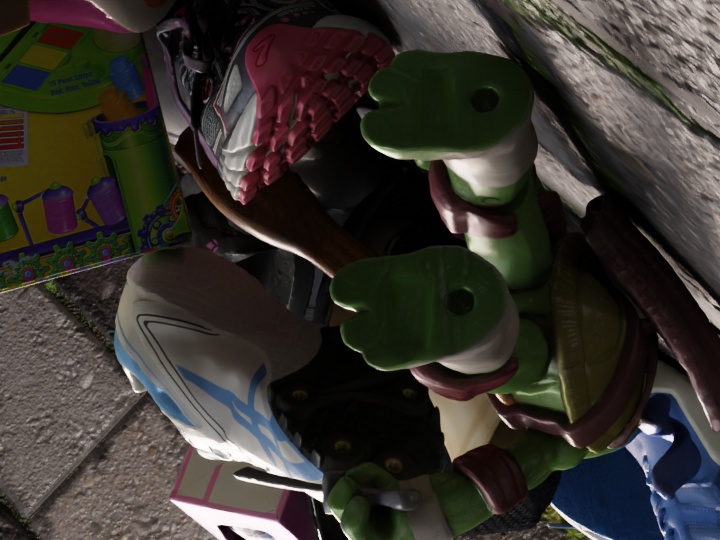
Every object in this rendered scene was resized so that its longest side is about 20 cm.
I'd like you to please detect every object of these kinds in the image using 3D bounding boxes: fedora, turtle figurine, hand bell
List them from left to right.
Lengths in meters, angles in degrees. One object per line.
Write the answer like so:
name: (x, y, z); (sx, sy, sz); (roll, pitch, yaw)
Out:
hand bell: (0.000, 0.000, 1.015); (0.200, 0.104, 0.104); (37, 175, 19)
turtle figurine: (0.015, 0.012, 0.807); (0.200, 0.144, 0.194); (37, 169, 23)
fedora: (0.045, 0.056, 1.129); (0.091, 0.201, 0.201); (7, 161, 23)

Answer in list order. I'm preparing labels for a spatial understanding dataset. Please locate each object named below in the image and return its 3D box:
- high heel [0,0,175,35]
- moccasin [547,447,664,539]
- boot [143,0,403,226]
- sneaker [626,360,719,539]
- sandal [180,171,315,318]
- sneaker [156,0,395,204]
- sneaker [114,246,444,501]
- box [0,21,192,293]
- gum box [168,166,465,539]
high heel: (-0.134, -0.119, 0.910); (0.096, 0.068, 0.200); (13, -156, 20)
moccasin: (0.147, 0.122, 1.185); (0.200, 0.080, 0.068); (42, 177, 35)
boot: (-0.069, -0.103, 1.167); (0.200, 0.070, 0.132); (28, 166, 33)
sneaker: (0.137, 0.121, 1.012); (0.200, 0.111, 0.077); (41, 177, 35)
sandal: (-0.066, -0.008, 1.145); (0.048, 0.076, 0.200); (-2, -177, -19)
sneaker: (-0.042, -0.076, 0.932); (0.075, 0.081, 0.200); (46, 177, -6)
sneaker: (-0.032, 0.054, 0.973); (0.200, 0.072, 0.073); (34, 129, 49)
box: (-0.195, -0.085, 1.025); (0.122, 0.199, 0.193); (-147, 43, -75)
gum box: (-0.012, 0.059, 1.214); (0.066, 0.200, 0.114); (8, 156, 31)
